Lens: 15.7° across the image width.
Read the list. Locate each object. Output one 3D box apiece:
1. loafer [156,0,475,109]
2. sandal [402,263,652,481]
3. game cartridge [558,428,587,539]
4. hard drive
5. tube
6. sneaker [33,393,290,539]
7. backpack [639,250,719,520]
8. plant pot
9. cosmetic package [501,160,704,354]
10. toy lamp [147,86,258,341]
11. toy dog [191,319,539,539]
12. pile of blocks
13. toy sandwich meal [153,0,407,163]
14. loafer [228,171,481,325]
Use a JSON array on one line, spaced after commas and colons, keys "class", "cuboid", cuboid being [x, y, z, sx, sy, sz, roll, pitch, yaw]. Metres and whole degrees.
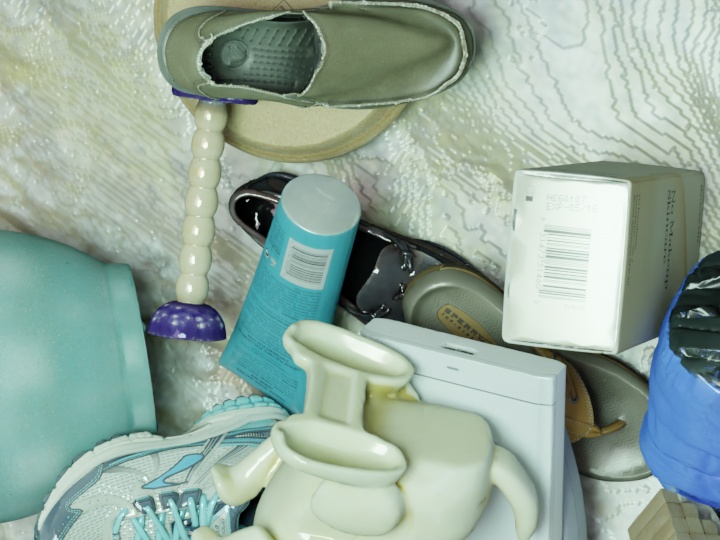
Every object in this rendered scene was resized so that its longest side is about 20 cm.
[{"class": "loafer", "cuboid": [-0.022, -0.128, 1.605, 0.200, 0.070, 0.075, -5, 105, -12]}, {"class": "sandal", "cuboid": [0.111, 0.071, 1.642, 0.200, 0.055, 0.082, 39, 112, -8]}, {"class": "game cartridge", "cuboid": [0.076, 0.147, 1.648, 0.133, 0.041, 0.200, 1, 113, 27]}, {"class": "hard drive", "cuboid": [0.062, 0.136, 1.613, 0.132, 0.027, 0.200, 13, 119, 26]}, {"class": "tube", "cuboid": [-0.044, 0.022, 1.677, 0.077, 0.050, 0.200, 39, 141, 17]}, {"class": "sneaker", "cuboid": [-0.114, 0.145, 1.670, 0.086, 0.200, 0.078, 39, 144, 42]}, {"class": "backpack", "cuboid": [0.265, 0.091, 1.543, 0.200, 0.163, 0.168, 18, 125, 9]}, {"class": "plant pot", "cuboid": [-0.206, 0.064, 1.716, 0.134, 0.200, 0.201, -8, 91, -7]}, {"class": "cosmetic package", "cuboid": [0.148, -0.011, 1.566, 0.073, 0.200, 0.104, 6, 97, 20]}, {"class": "toy lamp", "cuboid": [-0.098, -0.057, 1.663, 0.058, 0.058, 0.200, 8, 97, 19]}, {"class": "toy dog", "cuboid": [-0.006, 0.156, 1.582, 0.194, 0.140, 0.200, 13, 124, -16]}, {"class": "pile of blocks", "cuboid": [0.188, 0.234, 1.651, 0.062, 0.082, 0.200, 9, 111, -24]}, {"class": "toy sandwich meal", "cuboid": [-0.041, -0.172, 1.697, 0.205, 0.070, 0.206, 4, 105, 14]}, {"class": "loafer", "cuboid": [0.000, 0.000, 1.691, 0.200, 0.063, 0.072, 29, 102, 16]}]
